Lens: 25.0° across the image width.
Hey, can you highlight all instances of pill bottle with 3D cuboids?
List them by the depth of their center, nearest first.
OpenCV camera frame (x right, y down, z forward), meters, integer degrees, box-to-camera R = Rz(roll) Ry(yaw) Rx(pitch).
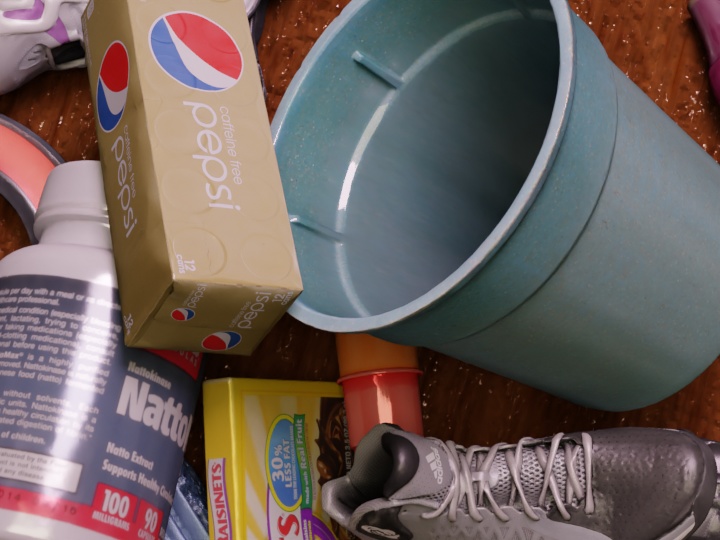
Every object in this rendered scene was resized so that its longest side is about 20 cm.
[{"bbox_3d":[-0.140,0.052,0.818,0.120,0.120,0.200,11,70,1],"label":"pill bottle"}]

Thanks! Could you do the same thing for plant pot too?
[{"bbox_3d":[0.084,-0.028,0.809,0.196,0.200,0.200,29,79,-38],"label":"plant pot"}]

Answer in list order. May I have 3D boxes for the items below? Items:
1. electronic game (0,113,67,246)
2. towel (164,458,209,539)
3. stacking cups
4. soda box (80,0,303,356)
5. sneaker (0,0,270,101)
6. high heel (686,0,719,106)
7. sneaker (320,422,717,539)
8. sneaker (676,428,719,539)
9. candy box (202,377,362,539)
[{"bbox_3d":[-0.240,0.003,0.897,0.200,0.042,0.200,0,81,0],"label":"electronic game"},{"bbox_3d":[-0.152,0.195,0.865,0.200,0.049,0.112,-33,83,-6],"label":"towel"},{"bbox_3d":[0.000,0.000,0.883,0.060,0.061,0.200,-4,76,-1],"label":"stacking cups"},{"bbox_3d":[-0.086,-0.061,0.790,0.068,0.064,0.200,5,56,-29],"label":"soda box"},{"bbox_3d":[-0.110,-0.134,0.902,0.200,0.078,0.140,-42,83,-6],"label":"sneaker"},{"bbox_3d":[0.291,-0.143,0.913,0.200,0.067,0.096,-22,72,11],"label":"high heel"},{"bbox_3d":[0.068,0.109,0.806,0.200,0.115,0.075,-18,56,28],"label":"sneaker"},{"bbox_3d":[0.164,0.136,0.877,0.200,0.076,0.088,-16,67,-7],"label":"sneaker"},{"bbox_3d":[-0.036,0.157,0.851,0.026,0.102,0.200,-12,78,41],"label":"candy box"}]
